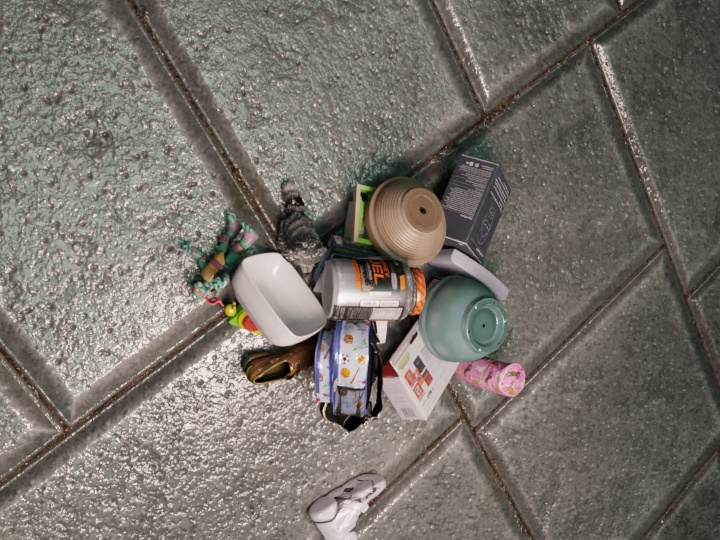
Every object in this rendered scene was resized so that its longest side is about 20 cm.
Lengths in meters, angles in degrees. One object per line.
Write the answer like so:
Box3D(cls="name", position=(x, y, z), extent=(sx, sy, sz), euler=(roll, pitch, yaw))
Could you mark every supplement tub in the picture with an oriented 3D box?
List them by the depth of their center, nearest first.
Box3D(cls="supplement tub", position=(0.026, 0.040, 1.195), extent=(0.194, 0.122, 0.126), euler=(1, 95, -18))

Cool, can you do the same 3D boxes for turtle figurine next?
Box3D(cls="turtle figurine", position=(-0.299, -0.014, 1.206), extent=(0.202, 0.148, 0.101), euler=(-54, 156, -13))

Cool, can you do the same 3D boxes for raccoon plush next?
Box3D(cls="raccoon plush", position=(-0.136, -0.092, 1.239), extent=(0.095, 0.134, 0.204), euler=(-24, 92, -13))

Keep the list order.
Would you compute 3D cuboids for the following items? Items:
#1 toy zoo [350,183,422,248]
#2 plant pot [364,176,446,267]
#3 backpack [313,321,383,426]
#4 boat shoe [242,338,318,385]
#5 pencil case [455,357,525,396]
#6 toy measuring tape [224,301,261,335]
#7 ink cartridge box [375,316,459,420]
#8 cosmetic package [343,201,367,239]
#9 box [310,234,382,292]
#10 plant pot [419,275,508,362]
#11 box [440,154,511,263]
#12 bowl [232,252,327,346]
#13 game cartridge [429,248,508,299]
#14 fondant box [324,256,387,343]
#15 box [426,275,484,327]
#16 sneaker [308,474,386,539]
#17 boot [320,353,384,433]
Box3D(cls="toy zoo", position=(0.072, -0.108, 1.324), extent=(0.195, 0.020, 0.135), euler=(11, 74, -25))
Box3D(cls="plant pot", position=(0.115, -0.116, 1.280), extent=(0.196, 0.092, 0.207), euler=(7, 73, -24))
Box3D(cls="backpack", position=(-0.023, 0.187, 1.248), extent=(0.149, 0.201, 0.195), euler=(7, 118, -6))
Box3D(cls="boat shoe", position=(-0.157, 0.209, 1.297), extent=(0.196, 0.068, 0.074), euler=(-15, 121, -24))
Box3D(cls="pencil case", position=(0.319, 0.252, 1.463), extent=(0.081, 0.199, 0.089), euler=(25, 83, -25))
Box3D(cls="toy measuring tape", position=(-0.199, 0.105, 1.277), extent=(0.196, 0.073, 0.075), euler=(22, 86, -29))
Box3D(cls="ink cartridge box", position=(0.132, 0.216, 1.400), extent=(0.200, 0.083, 0.178), euler=(-47, 114, -39))
Box3D(cls="cosmetic package", position=(0.064, -0.093, 1.382), extent=(0.195, 0.071, 0.105), euler=(9, 91, -25))
Box3D(cls="box", position=(0.000, 0.000, 1.340), extent=(0.195, 0.038, 0.138), euler=(10, 126, -26))
Box3D(cls="plant pot", position=(0.251, 0.118, 1.344), extent=(0.195, 0.133, 0.207), euler=(-2, 93, -27))
Box3D(cls="box", position=(0.266, -0.145, 1.419), extent=(0.148, 0.105, 0.204), euler=(35, 77, -59))
Box3D(cls="bowl", position=(-0.171, 0.067, 1.219), extent=(0.074, 0.199, 0.201), euler=(-41, 83, 19))
Box3D(cls="game cartridge", position=(0.267, 0.012, 1.453), extent=(0.198, 0.132, 0.041), euler=(34, 74, -23))
Box3D(cls="fondant box", position=(-0.010, 0.074, 1.316), extent=(0.140, 0.059, 0.205), euler=(-5, 122, -14))
Box3D(cls="box", position=(0.244, 0.108, 1.470), extent=(0.075, 0.100, 0.200), euler=(-48, 112, -14))
Box3D(cls="sneaker", position=(-0.019, 0.575, 1.407), extent=(0.196, 0.075, 0.118), euler=(-22, 104, -16))
Box3D(cls="boot", position=(0.008, 0.281, 1.354), extent=(0.077, 0.138, 0.201), euler=(44, 76, -21))
